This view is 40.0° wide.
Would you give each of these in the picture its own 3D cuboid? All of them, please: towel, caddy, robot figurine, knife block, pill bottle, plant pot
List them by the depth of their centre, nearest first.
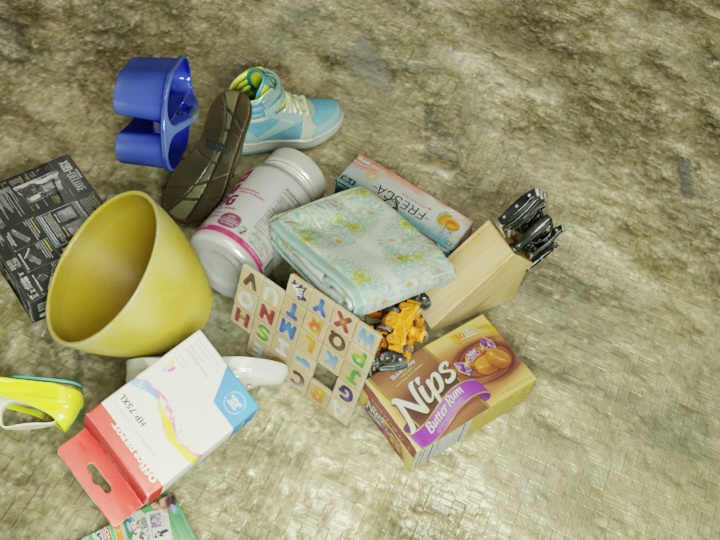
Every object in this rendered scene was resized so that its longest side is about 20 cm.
[{"bbox_3d":[-0.264,0.026,1.210,0.142,0.198,0.202,36,39,-41],"label":"plant pot"},{"bbox_3d":[-0.007,0.064,1.248,0.197,0.059,0.146,14,56,18],"label":"robot figurine"},{"bbox_3d":[-0.001,-0.028,1.249,0.169,0.049,0.200,-21,48,-32],"label":"towel"},{"bbox_3d":[0.173,-0.021,1.319,0.198,0.177,0.064,-21,58,-23],"label":"knife block"},{"bbox_3d":[-0.135,-0.068,1.339,0.112,0.114,0.201,27,54,11],"label":"pill bottle"},{"bbox_3d":[-0.277,-0.224,1.393,0.103,0.144,0.201,5,27,-1],"label":"caddy"}]

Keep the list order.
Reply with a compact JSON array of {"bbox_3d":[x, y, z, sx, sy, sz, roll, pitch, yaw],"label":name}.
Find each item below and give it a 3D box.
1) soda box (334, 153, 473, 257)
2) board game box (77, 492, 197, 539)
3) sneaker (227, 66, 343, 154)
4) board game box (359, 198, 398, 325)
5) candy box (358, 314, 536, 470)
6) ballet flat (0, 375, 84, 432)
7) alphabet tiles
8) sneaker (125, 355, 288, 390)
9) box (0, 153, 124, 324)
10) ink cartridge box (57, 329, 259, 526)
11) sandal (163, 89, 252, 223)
[{"bbox_3d":[0.059,-0.080,1.412,0.198,0.064,0.068,32,55,15],"label":"soda box"},{"bbox_3d":[-0.219,0.356,1.066,0.133,0.029,0.201,-22,61,-23],"label":"board game box"},{"bbox_3d":[-0.110,-0.246,1.462,0.197,0.131,0.080,-16,56,-21],"label":"sneaker"},{"bbox_3d":[0.000,0.000,1.329,0.103,0.024,0.203,-5,65,11],"label":"board game box"},{"bbox_3d":[0.110,0.151,1.257,0.198,0.057,0.117,-25,61,-27],"label":"candy box"},{"bbox_3d":[-0.426,0.150,1.162,0.197,0.067,0.068,11,66,-3],"label":"ballet flat"},{"bbox_3d":[-0.075,0.080,1.207,0.199,0.169,0.008,34,44,15],"label":"alphabet tiles"},{"bbox_3d":[-0.186,0.149,1.211,0.196,0.073,0.086,0,77,-12],"label":"sneaker"},{"bbox_3d":[-0.410,-0.048,1.315,0.156,0.050,0.200,-29,64,-27],"label":"box"},{"bbox_3d":[-0.227,0.177,1.111,0.199,0.067,0.117,-38,84,-25],"label":"ink cartridge box"},{"bbox_3d":[-0.208,-0.157,1.396,0.081,0.055,0.203,20,85,9],"label":"sandal"}]
